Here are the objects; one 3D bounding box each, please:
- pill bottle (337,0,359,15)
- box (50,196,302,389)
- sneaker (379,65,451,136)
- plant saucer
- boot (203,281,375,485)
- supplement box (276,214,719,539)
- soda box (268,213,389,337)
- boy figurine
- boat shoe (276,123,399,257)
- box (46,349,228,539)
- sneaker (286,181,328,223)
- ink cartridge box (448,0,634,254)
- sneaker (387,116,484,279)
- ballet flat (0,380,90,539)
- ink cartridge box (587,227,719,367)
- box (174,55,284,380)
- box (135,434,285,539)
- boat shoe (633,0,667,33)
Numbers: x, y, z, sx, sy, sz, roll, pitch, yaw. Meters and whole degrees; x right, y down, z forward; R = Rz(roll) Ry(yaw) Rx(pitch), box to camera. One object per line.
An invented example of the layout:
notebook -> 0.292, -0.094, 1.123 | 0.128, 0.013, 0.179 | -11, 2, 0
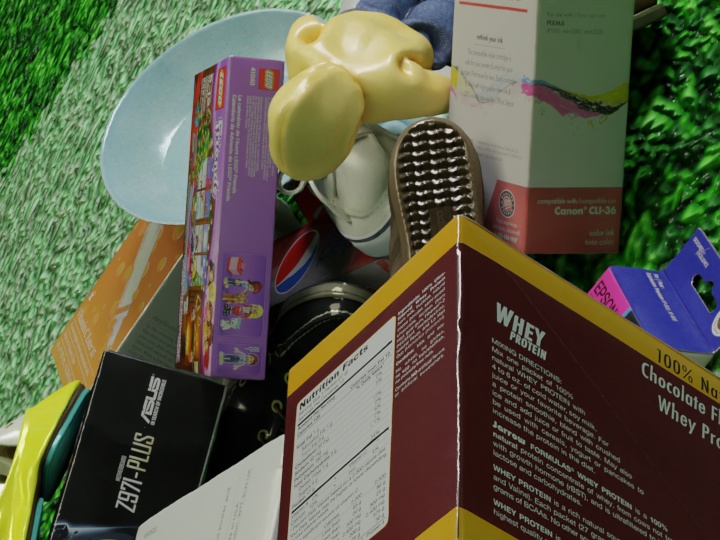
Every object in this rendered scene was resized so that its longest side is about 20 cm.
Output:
pill bottle -> 0.054, -0.249, 1.635 | 0.111, 0.111, 0.201 | -15, 49, 58
box -> -0.133, 0.028, 1.704 | 0.201, 0.097, 0.124 | -55, 24, 10
sneaker -> 0.027, -0.102, 1.566 | 0.082, 0.074, 0.200 | -58, 22, -5
plant saucer -> -0.090, -0.101, 1.623 | 0.199, 0.039, 0.202 | -16, 46, 17
boot -> -0.046, 0.108, 1.462 | 0.204, 0.073, 0.155 | -43, 29, 53
supplement box -> 0.077, 0.122, 1.035 | 0.133, 0.196, 0.201 | -42, 29, 33
soda box -> 0.000, 0.000, 1.509 | 0.199, 0.063, 0.070 | -23, 40, 53
boy figurine -> 0.008, -0.121, 1.394 | 0.200, 0.123, 0.065 | -51, -23, -48
boat shoe -> -0.016, -0.074, 1.442 | 0.075, 0.086, 0.202 | -54, 23, 8
box -> -0.157, 0.159, 1.502 | 0.200, 0.085, 0.165 | 124, 162, -74
sneaker -> -0.039, -0.075, 1.652 | 0.077, 0.085, 0.200 | -56, 23, 9
ink cartridge box -> 0.104, -0.117, 1.325 | 0.116, 0.067, 0.202 | -156, 67, -66
sneaker -> 0.048, 0.017, 1.306 | 0.076, 0.070, 0.202 | 69, -156, -75
ballet flat -> -0.237, 0.148, 1.540 | 0.067, 0.066, 0.201 | 104, 179, -48
ink cartridge box -> 0.124, 0.067, 1.218 | 0.200, 0.037, 0.095 | -51, 25, 15
box -> -0.086, -0.032, 1.471 | 0.137, 0.039, 0.202 | 177, 96, -76
box -> -0.047, 0.223, 1.215 | 0.200, 0.130, 0.200 | -35, 38, 53
boat shoe -> 0.115, -0.166, 1.435 | 0.072, 0.069, 0.200 | -24, 9, -28
